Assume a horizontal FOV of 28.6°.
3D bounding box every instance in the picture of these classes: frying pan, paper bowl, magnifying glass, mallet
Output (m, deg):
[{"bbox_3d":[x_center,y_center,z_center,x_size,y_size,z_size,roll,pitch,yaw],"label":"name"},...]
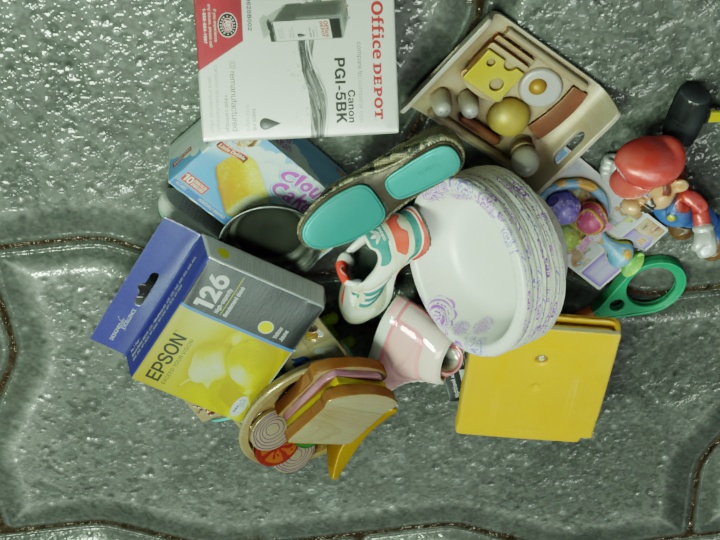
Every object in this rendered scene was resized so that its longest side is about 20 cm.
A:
[{"bbox_3d":[-0.107,-0.006,1.552,0.113,0.031,0.191,8,136,-14],"label":"frying pan"},{"bbox_3d":[0.149,-0.015,1.547,0.103,0.201,0.202,-18,139,-33],"label":"paper bowl"},{"bbox_3d":[0.308,0.043,1.741,0.198,0.023,0.080,-30,128,16],"label":"magnifying glass"},{"bbox_3d":[0.432,-0.176,1.555,0.197,0.041,0.066,-5,135,-8],"label":"mallet"}]

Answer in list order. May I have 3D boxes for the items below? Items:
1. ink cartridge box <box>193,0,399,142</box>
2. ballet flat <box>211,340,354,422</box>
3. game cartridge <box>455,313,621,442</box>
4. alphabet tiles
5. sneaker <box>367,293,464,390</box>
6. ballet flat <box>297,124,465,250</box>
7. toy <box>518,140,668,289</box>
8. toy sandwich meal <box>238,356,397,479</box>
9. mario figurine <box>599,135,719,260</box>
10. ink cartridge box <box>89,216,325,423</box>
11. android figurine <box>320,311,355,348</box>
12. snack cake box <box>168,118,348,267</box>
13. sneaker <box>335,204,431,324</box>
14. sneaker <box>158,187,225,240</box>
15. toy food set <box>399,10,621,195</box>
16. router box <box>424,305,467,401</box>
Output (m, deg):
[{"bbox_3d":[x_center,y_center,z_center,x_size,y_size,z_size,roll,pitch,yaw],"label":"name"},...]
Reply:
[{"bbox_3d":[-0.062,-0.206,1.397,0.197,0.083,0.149,-4,99,-4],"label":"ink cartridge box"},{"bbox_3d":[-0.098,0.127,1.693,0.197,0.071,0.066,-16,104,7],"label":"ballet flat"},{"bbox_3d":[0.211,0.129,1.706,0.173,0.033,0.202,5,135,-2],"label":"game cartridge"},{"bbox_3d":[-0.125,0.104,1.621,0.198,0.006,0.167,-25,124,15],"label":"alphabet tiles"},{"bbox_3d":[0.064,0.112,1.685,0.104,0.076,0.201,29,150,8],"label":"sneaker"},{"bbox_3d":[0.020,-0.091,1.496,0.198,0.076,0.068,-31,120,8],"label":"ballet flat"},{"bbox_3d":[0.256,-0.051,1.633,0.199,0.048,0.115,32,119,-30],"label":"toy"},{"bbox_3d":[-0.044,0.175,1.625,0.203,0.071,0.207,-19,143,-15],"label":"toy sandwich meal"},{"bbox_3d":[0.333,-0.071,1.576,0.122,0.107,0.199,-6,151,38],"label":"mario figurine"},{"bbox_3d":[-0.170,0.059,1.553,0.198,0.047,0.198,22,124,-22],"label":"ink cartridge box"},{"bbox_3d":[-0.104,0.110,1.734,0.198,0.041,0.183,-25,129,15],"label":"android figurine"},{"bbox_3d":[-0.100,-0.095,1.540,0.115,0.068,0.199,-36,126,24],"label":"snack cake box"},{"bbox_3d":[0.000,0.000,1.593,0.092,0.071,0.200,-16,158,-34],"label":"sneaker"},{"bbox_3d":[-0.181,-0.003,1.601,0.118,0.074,0.200,-38,127,17],"label":"sneaker"},{"bbox_3d":[0.160,-0.172,1.507,0.199,0.061,0.143,29,122,-28],"label":"toy food set"},{"bbox_3d":[0.161,0.068,1.710,0.147,0.051,0.202,-7,131,11],"label":"router box"}]
